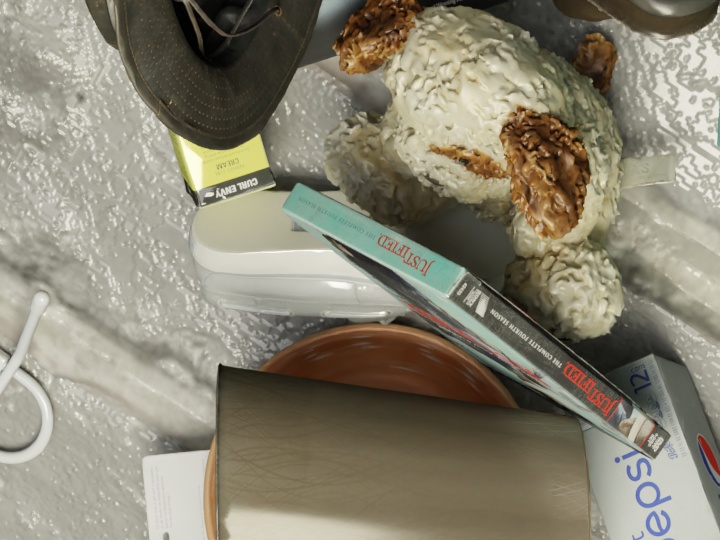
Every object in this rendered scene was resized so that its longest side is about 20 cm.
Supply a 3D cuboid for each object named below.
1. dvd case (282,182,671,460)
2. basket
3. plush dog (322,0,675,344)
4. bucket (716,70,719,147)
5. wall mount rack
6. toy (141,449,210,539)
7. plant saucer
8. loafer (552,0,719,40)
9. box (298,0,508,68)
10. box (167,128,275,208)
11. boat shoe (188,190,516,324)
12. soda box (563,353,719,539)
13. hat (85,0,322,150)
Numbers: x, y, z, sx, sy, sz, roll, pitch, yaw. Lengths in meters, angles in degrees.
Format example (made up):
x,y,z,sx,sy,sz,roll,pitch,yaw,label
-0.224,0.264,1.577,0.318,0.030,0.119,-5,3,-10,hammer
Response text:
x,y,z,sx,sy,sz,roll,pitch,yaw,label
0.063,0.028,1.192,0.146,0.200,0.022,29,85,47,dvd case
0.021,0.136,1.228,0.198,0.136,0.182,-1,116,-2,basket
0.075,-0.078,1.189,0.199,0.172,0.161,36,89,23,plush dog
0.274,-0.134,1.129,0.205,0.207,0.136,-1,100,15,bucket
-0.269,0.037,1.380,0.199,0.075,0.174,36,111,2,wall mount rack
-0.027,0.161,1.364,0.198,0.047,0.116,-6,85,8,toy
0.008,0.133,1.318,0.198,0.037,0.202,-1,78,5,plant saucer
0.134,-0.163,1.176,0.072,0.200,0.072,-17,123,-11,loafer
-0.035,-0.194,1.225,0.198,0.050,0.159,-18,102,-8,box
-0.102,-0.140,1.283,0.050,0.075,0.202,-18,101,-6,box
0.000,0.000,1.307,0.198,0.072,0.069,-2,138,0,boat shoe
0.180,0.152,1.260,0.063,0.068,0.202,-25,72,19,soda box
-0.091,-0.165,1.145,0.080,0.200,0.203,7,108,33,hat
